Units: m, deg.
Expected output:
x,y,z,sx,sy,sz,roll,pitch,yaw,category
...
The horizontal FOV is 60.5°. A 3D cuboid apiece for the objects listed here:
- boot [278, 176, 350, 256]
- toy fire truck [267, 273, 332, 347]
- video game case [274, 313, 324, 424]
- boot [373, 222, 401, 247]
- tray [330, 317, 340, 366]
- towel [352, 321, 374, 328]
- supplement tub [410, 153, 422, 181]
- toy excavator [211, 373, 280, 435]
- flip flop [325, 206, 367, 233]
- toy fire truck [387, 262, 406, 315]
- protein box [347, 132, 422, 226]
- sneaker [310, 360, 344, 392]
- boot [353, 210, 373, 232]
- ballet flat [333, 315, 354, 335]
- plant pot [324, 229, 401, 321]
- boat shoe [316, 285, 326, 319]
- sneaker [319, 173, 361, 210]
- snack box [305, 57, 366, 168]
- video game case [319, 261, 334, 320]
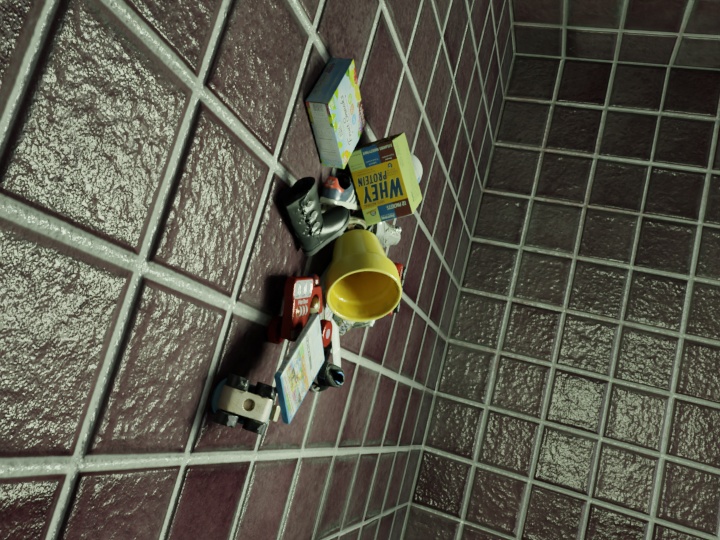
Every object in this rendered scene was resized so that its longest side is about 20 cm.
x,y,z,sx,sy,sz,roll,pitch,yaw,category
-0.103,-0.149,1.455,0.165,0.065,0.201,-48,147,-21,boot
-0.134,0.095,1.480,0.200,0.110,0.171,-6,105,-70,toy fire truck
-0.129,0.212,1.351,0.201,0.018,0.145,-60,154,-48,video game case
0.079,-0.130,1.905,0.200,0.094,0.075,99,-22,-69,boot
-0.069,0.222,1.751,0.201,0.022,0.109,90,-3,-62,tray
0.026,0.077,1.874,0.171,0.048,0.203,-17,-127,68,towel
0.105,-0.269,1.918,0.201,0.130,0.133,-57,151,-44,supplement tub
-0.238,0.288,1.332,0.192,0.199,0.101,23,76,-25,toy excavator
-0.044,-0.131,1.672,0.058,0.080,0.199,-63,161,10,flip flop
0.069,0.055,2.050,0.200,0.126,0.179,4,97,-80,toy fire truck
0.070,-0.253,1.691,0.200,0.133,0.202,-55,129,-68,protein box
-0.089,0.306,1.722,0.200,0.110,0.074,61,46,-61,sneaker
0.005,-0.086,1.833,0.154,0.072,0.207,42,66,-71,boot
-0.019,0.091,1.777,0.203,0.071,0.072,-65,157,-14,ballet flat
0.000,0.000,1.636,0.203,0.197,0.191,80,2,-46,plant pot
-0.123,0.116,1.629,0.066,0.057,0.203,-24,128,-22,boat shoe
-0.038,-0.210,1.632,0.200,0.074,0.086,-12,116,-69,sneaker
-0.055,-0.380,1.502,0.201,0.067,0.170,74,32,-50,snack box
-0.086,0.083,1.747,0.144,0.017,0.202,-58,152,-44,video game case
